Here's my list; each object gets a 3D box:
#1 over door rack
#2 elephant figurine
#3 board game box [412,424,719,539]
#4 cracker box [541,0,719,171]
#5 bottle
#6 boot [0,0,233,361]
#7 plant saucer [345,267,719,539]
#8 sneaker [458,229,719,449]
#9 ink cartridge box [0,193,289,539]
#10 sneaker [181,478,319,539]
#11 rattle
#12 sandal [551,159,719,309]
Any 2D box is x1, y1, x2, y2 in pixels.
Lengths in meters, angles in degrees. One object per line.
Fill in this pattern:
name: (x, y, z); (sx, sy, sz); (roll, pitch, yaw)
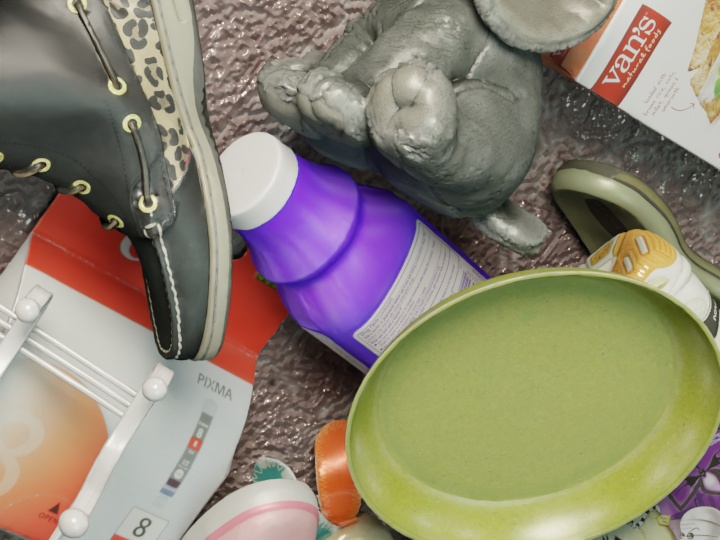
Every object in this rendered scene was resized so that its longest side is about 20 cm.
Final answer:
over door rack: (-0.196, 0.093, 0.743); (0.148, 0.067, 0.200); (33, 94, -4)
elephant figurine: (0.051, -0.138, 0.790); (0.200, 0.141, 0.155); (-64, 158, -7)
board game box: (0.132, 0.149, 0.965); (0.199, 0.032, 0.120); (-20, 82, 5)
cracker box: (0.202, -0.132, 0.918); (0.200, 0.058, 0.134); (24, 102, -37)
bottle: (0.000, 0.000, 0.855); (0.200, 0.065, 0.084); (38, 76, -43)
boot: (-0.143, -0.046, 0.740); (0.153, 0.073, 0.204); (-13, 104, -22)
plant saucer: (0.089, 0.070, 0.863); (0.199, 0.031, 0.200); (-5, 130, -6)
sneaker: (0.114, 0.068, 0.921); (0.088, 0.076, 0.200); (42, 118, -19)
ink cartridge box: (-0.116, 0.049, 0.834); (0.162, 0.050, 0.200); (32, 99, -39)
sneaker: (-0.068, 0.207, 0.880); (0.075, 0.105, 0.200); (10, 127, -40)
rattle: (-0.008, 0.207, 0.931); (0.130, 0.143, 0.200); (8, 119, -13)
sandal: (0.168, 0.014, 0.960); (0.201, 0.080, 0.057); (43, 62, -30)
